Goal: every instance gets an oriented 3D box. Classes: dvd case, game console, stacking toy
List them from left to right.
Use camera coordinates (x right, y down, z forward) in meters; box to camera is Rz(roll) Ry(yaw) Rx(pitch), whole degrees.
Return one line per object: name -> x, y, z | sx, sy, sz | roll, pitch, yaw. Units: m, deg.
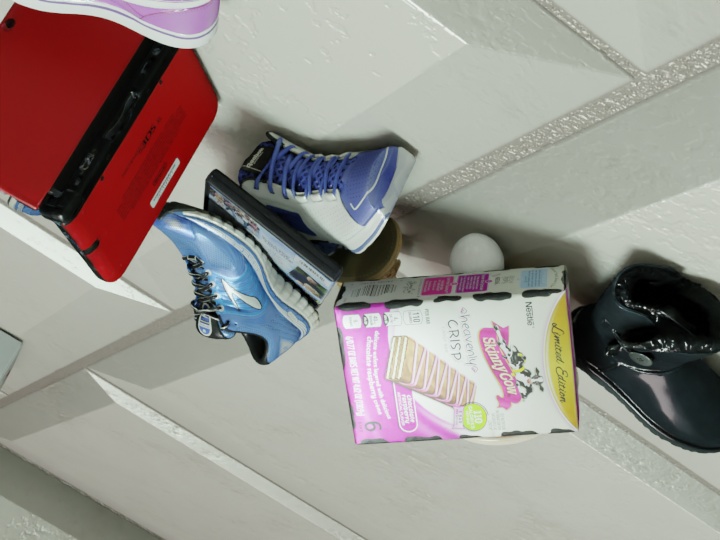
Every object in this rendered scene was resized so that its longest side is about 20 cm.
game console -> -0.231, -0.122, 1.205 | 0.118, 0.200, 0.173 | 18, 156, 24
dvd case -> -0.085, -0.023, 1.329 | 0.143, 0.018, 0.200 | 39, 168, 0
stacking toy -> 0.121, 0.047, 1.322 | 0.146, 0.146, 0.201 | 14, 137, 28

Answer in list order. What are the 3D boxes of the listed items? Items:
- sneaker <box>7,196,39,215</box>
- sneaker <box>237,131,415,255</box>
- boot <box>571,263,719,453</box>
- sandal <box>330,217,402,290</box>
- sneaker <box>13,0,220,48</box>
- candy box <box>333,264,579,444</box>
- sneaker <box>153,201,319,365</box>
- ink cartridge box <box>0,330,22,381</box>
sneaker -> -0.302, -0.087, 1.503 | 0.089, 0.079, 0.200 | 37, 156, -17
sneaker -> -0.044, -0.071, 1.265 | 0.115, 0.081, 0.199 | 32, 159, -16
boot -> 0.275, 0.080, 1.236 | 0.200, 0.077, 0.168 | 35, 161, -2
sandal -> 0.003, -0.005, 1.370 | 0.070, 0.078, 0.211 | 37, 164, -26
sneaker -> -0.199, -0.245, 1.085 | 0.200, 0.073, 0.114 | 15, 153, 3
candy box -> 0.086, 0.075, 1.254 | 0.199, 0.061, 0.137 | -5, 111, 10
sneaker -> -0.124, 0.016, 1.327 | 0.200, 0.089, 0.078 | 48, 165, -30
ink cartridge box -> -0.649, 0.139, 2.395 | 0.145, 0.084, 0.200 | 31, 157, -8
